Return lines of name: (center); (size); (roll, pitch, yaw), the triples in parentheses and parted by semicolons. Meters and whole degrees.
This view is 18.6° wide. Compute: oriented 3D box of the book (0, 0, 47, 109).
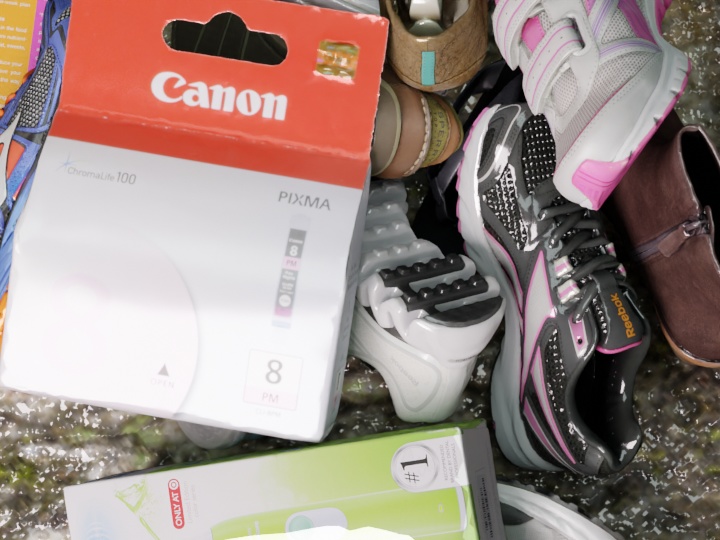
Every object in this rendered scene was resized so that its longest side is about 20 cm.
book: (-0.189, -0.086, 1.180); (0.133, 0.048, 0.201); (7, 78, -1)

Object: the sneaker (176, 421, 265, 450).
sneaker: (-0.076, -0.008, 1.154); (0.082, 0.074, 0.201); (-7, 83, -46)

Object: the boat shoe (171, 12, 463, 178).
boat shoe: (-0.026, -0.095, 1.150); (0.068, 0.200, 0.072); (-1, 117, -39)

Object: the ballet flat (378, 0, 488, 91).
ballet flat: (0.033, -0.189, 1.068); (0.067, 0.072, 0.201); (0, 79, 6)

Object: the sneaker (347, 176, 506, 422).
sneaker: (0.000, 0.000, 1.127); (0.075, 0.081, 0.200); (-9, 39, -24)

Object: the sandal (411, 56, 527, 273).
sandal: (0.071, -0.084, 1.160); (0.043, 0.076, 0.201); (30, 83, -29)

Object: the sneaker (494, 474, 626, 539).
sneaker: (0.113, 0.170, 1.112); (0.200, 0.074, 0.080); (35, 83, 7)

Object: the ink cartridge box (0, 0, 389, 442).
ink cartridge box: (-0.079, -0.030, 1.048); (0.162, 0.057, 0.201); (9, 103, 6)

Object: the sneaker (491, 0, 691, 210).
sneaker: (0.101, -0.108, 1.055); (0.088, 0.082, 0.201); (23, 39, -13)

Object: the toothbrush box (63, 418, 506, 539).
toothbrush box: (-0.029, 0.159, 1.069); (0.199, 0.086, 0.147); (-9, 87, 13)

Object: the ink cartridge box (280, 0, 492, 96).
ink cartridge box: (0.024, -0.218, 1.197); (0.146, 0.083, 0.201); (25, 77, 6)

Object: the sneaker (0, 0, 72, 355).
sneaker: (-0.181, -0.051, 1.121); (0.078, 0.075, 0.201); (16, 79, 2)

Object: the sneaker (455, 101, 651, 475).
sneaker: (0.110, 0.010, 1.104); (0.080, 0.086, 0.201); (-20, 109, -28)

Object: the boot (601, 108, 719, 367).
boot: (0.158, -0.052, 1.117); (0.072, 0.166, 0.201); (-21, 77, -7)
